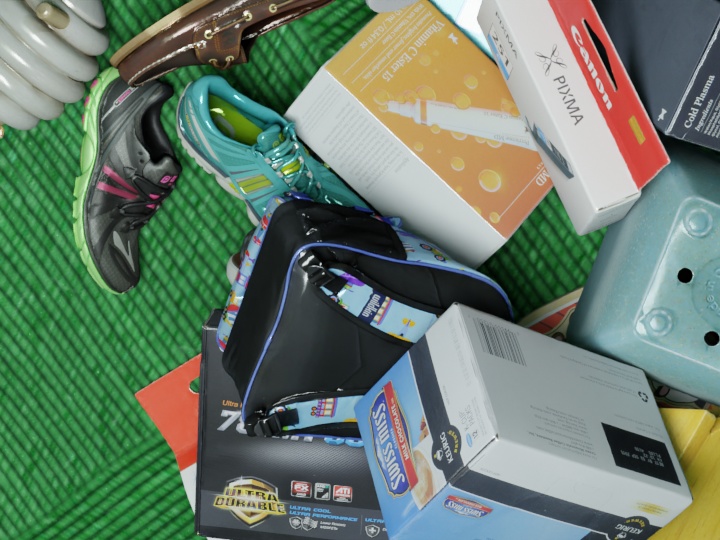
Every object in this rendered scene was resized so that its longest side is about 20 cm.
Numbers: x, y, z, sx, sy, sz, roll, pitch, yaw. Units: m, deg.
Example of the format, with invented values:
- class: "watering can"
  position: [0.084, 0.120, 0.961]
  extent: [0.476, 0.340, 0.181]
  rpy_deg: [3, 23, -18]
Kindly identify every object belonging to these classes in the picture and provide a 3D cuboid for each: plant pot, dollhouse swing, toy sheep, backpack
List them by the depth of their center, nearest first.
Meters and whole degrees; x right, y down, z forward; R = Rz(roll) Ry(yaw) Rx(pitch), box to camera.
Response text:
- class: "backpack"
  position: [0.009, 0.043, 1.576]
  extent: [0.200, 0.135, 0.183]
  rpy_deg: [9, 115, -22]
- class: "plant pot"
  position: [0.283, 0.013, 1.589]
  extent: [0.196, 0.200, 0.196]
  rpy_deg: [22, 96, 5]
- class: "dollhouse swing"
  position: [0.239, 0.185, 1.670]
  extent: [0.200, 0.176, 0.182]
  rpy_deg: [30, 90, -40]
- class: "toy sheep"
  position: [-0.278, -0.192, 1.695]
  extent: [0.200, 0.138, 0.138]
  rpy_deg: [-42, 93, 9]

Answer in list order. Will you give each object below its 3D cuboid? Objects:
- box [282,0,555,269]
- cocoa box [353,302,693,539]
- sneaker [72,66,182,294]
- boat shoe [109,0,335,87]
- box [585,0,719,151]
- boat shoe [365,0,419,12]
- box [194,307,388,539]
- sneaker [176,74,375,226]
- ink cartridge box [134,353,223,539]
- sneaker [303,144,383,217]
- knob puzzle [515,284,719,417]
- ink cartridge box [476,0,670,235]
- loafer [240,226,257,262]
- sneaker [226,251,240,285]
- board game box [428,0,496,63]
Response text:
- class: "box"
  position: [0.059, -0.110, 1.641]
  extent: [0.200, 0.124, 0.097]
  rpy_deg: [43, 148, -2]
- class: "cocoa box"
  position: [0.119, 0.136, 1.502]
  extent: [0.200, 0.134, 0.131]
  rpy_deg: [20, 128, -34]
- class: "sneaker"
  position: [-0.197, -0.074, 1.736]
  extent: [0.084, 0.077, 0.200]
  rpy_deg: [8, 105, 12]
- class: "boat shoe"
  position: [-0.111, -0.204, 1.683]
  extent: [0.200, 0.070, 0.070]
  rpy_deg: [-31, 92, 7]
- class: "box"
  position: [0.282, -0.158, 1.534]
  extent: [0.182, 0.200, 0.104]
  rpy_deg: [14, 108, -26]
- class: "boat shoe"
  position: [0.084, -0.277, 1.595]
  extent: [0.200, 0.071, 0.070]
  rpy_deg: [-26, 70, 6]
- class: "box"
  position: [-0.038, 0.140, 1.710]
  extent: [0.200, 0.050, 0.199]
  rpy_deg: [7, 114, 6]
- class: "sneaker"
  position: [-0.069, -0.081, 1.631]
  extent: [0.200, 0.080, 0.078]
  rpy_deg: [38, 63, 4]
- class: "ink cartridge box"
  position: [-0.088, 0.160, 1.783]
  extent: [0.160, 0.047, 0.200]
  rpy_deg: [-31, 98, 15]
- class: "sneaker"
  position: [-0.018, -0.083, 1.713]
  extent: [0.199, 0.071, 0.083]
  rpy_deg: [21, 85, 7]
- class: "knob puzzle"
  position: [0.219, 0.097, 1.723]
  extent: [0.219, 0.030, 0.220]
  rpy_deg: [2, 103, 10]
- class: "ink cartridge box"
  position: [0.156, -0.140, 1.533]
  extent: [0.045, 0.176, 0.200]
  rpy_deg: [-23, 81, -8]
- class: "loafer"
  position: [0.000, 0.000, 1.679]
  extent: [0.200, 0.072, 0.073]
  rpy_deg: [11, 85, -21]
- class: "sneaker"
  position: [-0.037, 0.059, 1.739]
  extent: [0.200, 0.073, 0.085]
  rpy_deg: [30, 117, 8]
- class: "board game box"
  position: [0.146, -0.238, 1.651]
  extent: [0.200, 0.047, 0.151]
  rpy_deg: [36, 106, 1]
